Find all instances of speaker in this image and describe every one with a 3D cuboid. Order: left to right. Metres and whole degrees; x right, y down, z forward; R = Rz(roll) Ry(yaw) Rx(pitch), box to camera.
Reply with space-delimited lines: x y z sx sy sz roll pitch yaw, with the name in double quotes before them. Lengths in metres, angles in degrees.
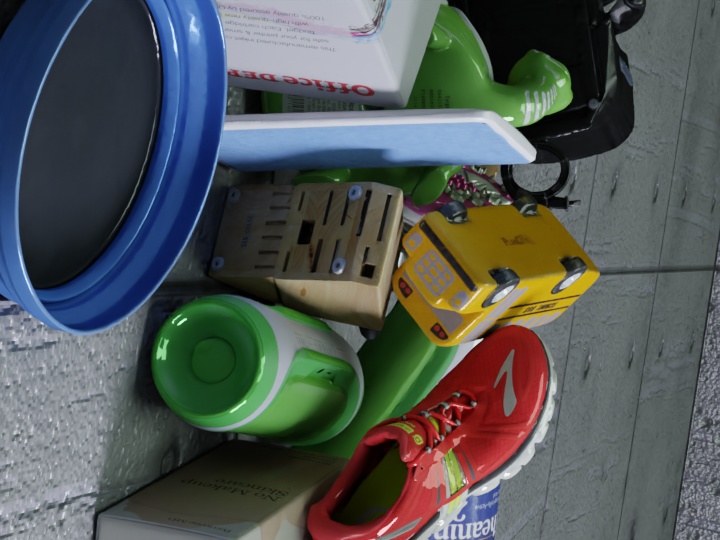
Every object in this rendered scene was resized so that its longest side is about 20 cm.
"speaker" -0.061 0.066 1.260 0.200 0.088 0.089 26 74 -71
"speaker" 0.021 0.097 1.398 0.200 0.088 0.088 -54 157 -4

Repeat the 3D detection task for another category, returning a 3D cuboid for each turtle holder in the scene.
"turtle holder" 0.030 -0.129 1.293 0.141 0.185 0.132 61 18 -15

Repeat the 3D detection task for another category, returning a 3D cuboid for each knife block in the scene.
"knife block" 0.000 0.000 1.283 0.175 0.200 0.064 22 76 -41

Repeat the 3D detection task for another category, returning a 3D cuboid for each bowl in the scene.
"bowl" -0.135 -0.068 1.022 0.201 0.039 0.201 -48 147 -47

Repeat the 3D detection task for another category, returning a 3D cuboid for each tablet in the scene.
"tablet" -0.005 -0.078 1.178 0.130 0.200 0.014 25 66 -71

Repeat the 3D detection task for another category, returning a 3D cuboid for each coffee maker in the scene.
"coffee maker" 0.136 -0.136 1.501 0.200 0.135 0.192 25 80 -76

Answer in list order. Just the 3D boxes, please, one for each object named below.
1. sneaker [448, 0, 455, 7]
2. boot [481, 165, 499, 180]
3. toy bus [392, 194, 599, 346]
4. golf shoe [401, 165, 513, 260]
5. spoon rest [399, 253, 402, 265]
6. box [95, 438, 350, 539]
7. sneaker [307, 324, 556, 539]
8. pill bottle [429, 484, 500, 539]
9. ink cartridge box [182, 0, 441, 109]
"sneaker" 0.045 -0.149 1.466 0.200 0.066 0.091 80 4 -48
"boot" 0.093 -0.149 1.652 0.175 0.066 0.200 40 61 -80
"toy bus" 0.085 0.001 1.285 0.078 0.065 0.200 -44 163 25
"golf shoe" 0.059 -0.033 1.429 0.092 0.075 0.200 -54 162 12
"spoon rest" 0.014 -0.055 1.461 0.099 0.061 0.200 -59 151 -48
"box" -0.082 0.171 1.237 0.200 0.095 0.078 -25 121 -69
"sneaker" 0.046 0.111 1.241 0.200 0.077 0.085 -49 146 -7
"pill bottle" 0.057 0.210 1.630 0.111 0.111 0.200 -24 121 -68
"ink cartridge box" -0.043 -0.207 1.088 0.200 0.147 0.146 64 39 -60
